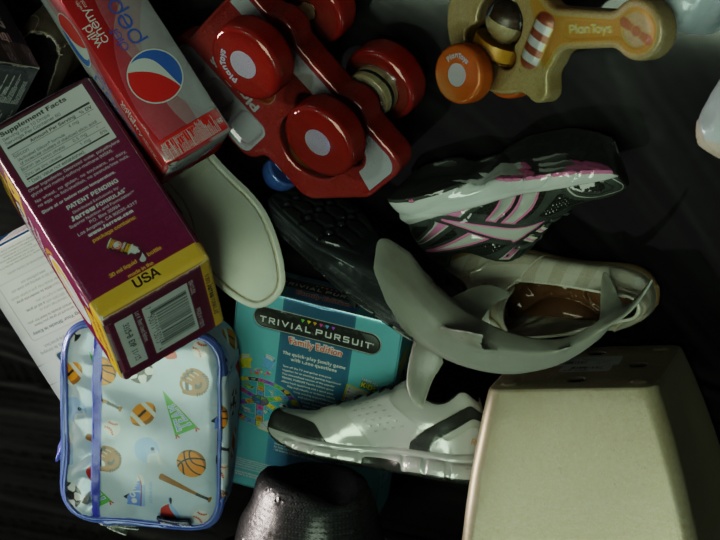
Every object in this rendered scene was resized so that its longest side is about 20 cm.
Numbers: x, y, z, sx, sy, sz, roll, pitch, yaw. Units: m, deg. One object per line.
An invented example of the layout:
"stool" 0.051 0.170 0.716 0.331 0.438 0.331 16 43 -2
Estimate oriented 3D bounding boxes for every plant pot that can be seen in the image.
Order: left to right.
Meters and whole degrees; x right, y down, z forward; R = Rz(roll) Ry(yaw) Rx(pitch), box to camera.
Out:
"plant pot" 0.190 0.161 1.522 0.200 0.200 0.177 -2 102 19

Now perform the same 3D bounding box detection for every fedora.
"fedora" -0.041 0.214 1.582 0.200 0.201 0.092 3 100 17

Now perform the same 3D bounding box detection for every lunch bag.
"lunch bag" -0.187 0.131 1.626 0.160 0.076 0.200 6 107 5

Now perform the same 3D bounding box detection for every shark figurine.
"shark figurine" 0.110 0.047 1.452 0.214 0.090 0.128 8 81 3

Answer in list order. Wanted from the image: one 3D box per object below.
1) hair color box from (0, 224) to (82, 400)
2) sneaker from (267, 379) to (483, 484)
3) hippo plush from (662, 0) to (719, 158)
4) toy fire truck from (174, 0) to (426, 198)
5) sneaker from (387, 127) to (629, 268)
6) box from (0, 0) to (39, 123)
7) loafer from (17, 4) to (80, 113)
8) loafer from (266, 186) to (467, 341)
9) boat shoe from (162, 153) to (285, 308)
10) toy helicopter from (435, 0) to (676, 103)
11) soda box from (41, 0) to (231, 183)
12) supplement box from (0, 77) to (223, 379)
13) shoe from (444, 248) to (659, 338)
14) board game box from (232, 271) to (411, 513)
"hair color box" -0.247 0.046 1.682 0.100 0.061 0.200 -24 104 25
"sneaker" 0.017 0.130 1.585 0.200 0.074 0.080 6 84 22
"hippo plush" 0.281 -0.183 1.344 0.161 0.159 0.200 51 138 4
"toy fire truck" -0.055 -0.139 1.520 0.200 0.112 0.168 48 143 -6
"sneaker" 0.127 -0.053 1.513 0.200 0.080 0.086 -9 119 32
"box" -0.354 -0.147 1.589 0.200 0.049 0.161 -55 50 30
"loafer" -0.299 -0.151 1.603 0.073 0.071 0.200 36 120 0
"loafer" 0.000 0.000 1.560 0.200 0.068 0.070 34 135 21
"boat shoe" -0.132 -0.055 1.586 0.075 0.062 0.200 -40 91 -3
"toy helicopter" 0.148 -0.191 1.407 0.200 0.079 0.132 7 102 41
"soda box" -0.187 -0.173 1.520 0.063 0.070 0.200 -32 88 -16
"supplement box" -0.208 -0.034 1.537 0.103 0.131 0.200 -30 67 -11
"shoe" 0.142 0.020 1.543 0.200 0.053 0.070 1 114 18
"board game box" -0.039 0.108 1.649 0.151 0.047 0.200 14 117 12
